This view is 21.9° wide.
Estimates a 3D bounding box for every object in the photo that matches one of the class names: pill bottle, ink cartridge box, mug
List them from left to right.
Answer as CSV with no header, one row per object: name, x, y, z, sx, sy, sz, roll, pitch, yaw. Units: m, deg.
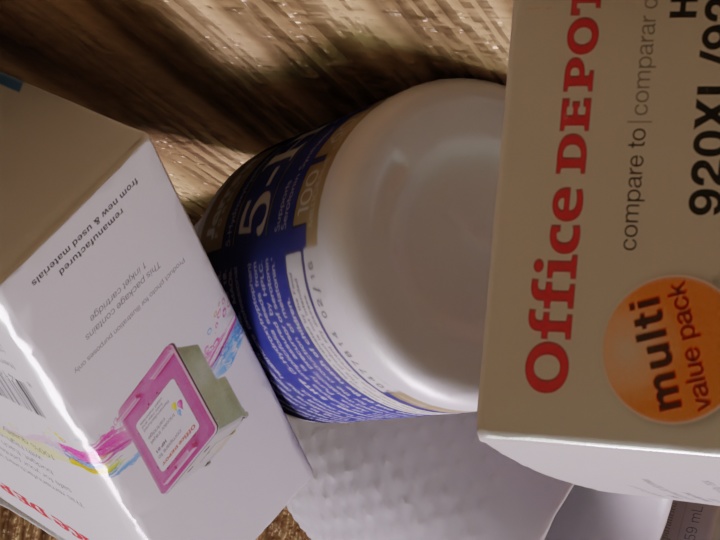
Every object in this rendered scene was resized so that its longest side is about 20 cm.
ink cartridge box,-0.119,0.023,0.715,0.144,0.085,0.200,24,149,36
pill bottle,0.000,0.000,0.743,0.119,0.120,0.200,12,168,-25
mug,0.062,0.090,0.942,0.175,0.148,0.200,25,-139,31
ink cartridge box,0.150,-0.006,0.530,0.199,0.148,0.145,2,169,21

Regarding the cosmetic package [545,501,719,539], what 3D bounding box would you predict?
cosmetic package,0.124,0.130,1.079,0.199,0.200,0.123,2,129,22
